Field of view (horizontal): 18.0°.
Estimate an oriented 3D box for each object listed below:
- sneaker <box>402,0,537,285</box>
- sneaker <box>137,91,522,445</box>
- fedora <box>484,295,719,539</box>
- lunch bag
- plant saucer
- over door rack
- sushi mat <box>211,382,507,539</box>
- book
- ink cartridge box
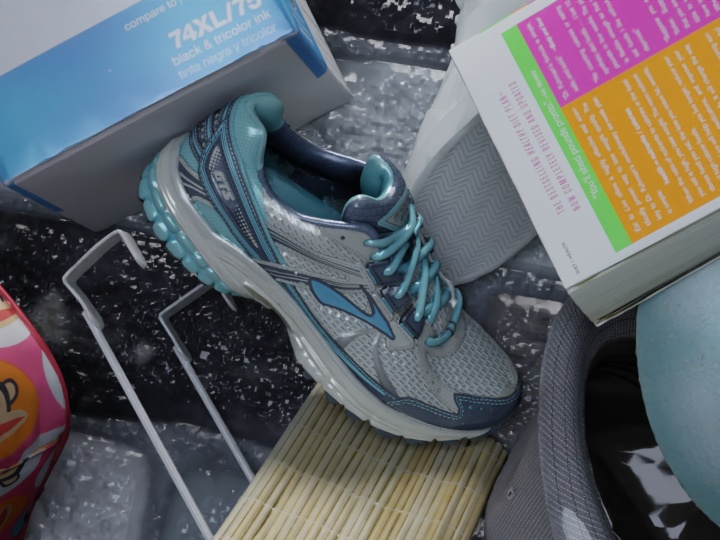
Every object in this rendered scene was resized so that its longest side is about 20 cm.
[{"bbox_3d":[0.065,-0.097,1.048,0.073,0.116,0.201,18,118,-25],"label":"sneaker"},{"bbox_3d":[0.000,0.000,1.000,0.200,0.078,0.086,36,128,-14],"label":"sneaker"},{"bbox_3d":[0.115,0.111,0.983,0.090,0.176,0.201,-33,55,36],"label":"fedora"},{"bbox_3d":[-0.216,0.051,1.007,0.082,0.200,0.176,-28,69,-35],"label":"lunch bag"},{"bbox_3d":[0.213,0.028,0.948,0.200,0.039,0.202,1,88,-17],"label":"plant saucer"},{"bbox_3d":[-0.076,0.095,0.999,0.066,0.148,0.201,-21,78,9],"label":"over door rack"},{"bbox_3d":[0.003,0.097,0.968,0.095,0.200,0.012,18,111,7],"label":"sushi mat"},{"bbox_3d":[0.149,-0.086,0.924,0.199,0.048,0.134,-29,63,10],"label":"book"},{"bbox_3d":[-0.119,-0.147,1.040,0.145,0.147,0.201,-27,80,5],"label":"ink cartridge box"}]
